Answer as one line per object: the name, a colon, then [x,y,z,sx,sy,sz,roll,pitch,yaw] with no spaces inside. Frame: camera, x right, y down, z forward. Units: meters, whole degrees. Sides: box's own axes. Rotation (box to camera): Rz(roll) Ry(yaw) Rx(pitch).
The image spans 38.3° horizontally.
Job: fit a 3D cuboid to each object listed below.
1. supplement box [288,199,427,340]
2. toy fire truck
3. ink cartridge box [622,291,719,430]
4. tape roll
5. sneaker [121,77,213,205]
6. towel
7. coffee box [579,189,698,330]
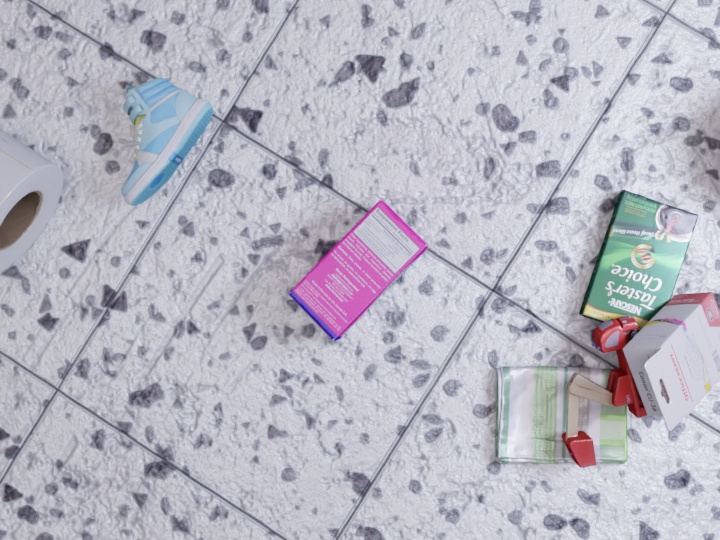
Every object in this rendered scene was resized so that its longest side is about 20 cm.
supplement box: [0.000,0.000,1.563,0.200,0.101,0.103,-44,86,2]
toy fire truck: [0.356,0.176,1.523,0.141,0.049,0.200,-14,97,-1]
ink cartridge box: [0.447,0.129,1.478,0.200,0.067,0.117,-35,108,-37]
tape roll: [-0.566,-0.111,1.557,0.139,0.203,0.203,32,91,5]
sneaker: [-0.334,-0.208,1.605,0.130,0.080,0.200,36,82,2]
towel: [0.305,0.220,1.573,0.199,0.031,0.150,1,90,4]
coffee box: [0.419,-0.007,1.561,0.123,0.044,0.200,20,91,3]
